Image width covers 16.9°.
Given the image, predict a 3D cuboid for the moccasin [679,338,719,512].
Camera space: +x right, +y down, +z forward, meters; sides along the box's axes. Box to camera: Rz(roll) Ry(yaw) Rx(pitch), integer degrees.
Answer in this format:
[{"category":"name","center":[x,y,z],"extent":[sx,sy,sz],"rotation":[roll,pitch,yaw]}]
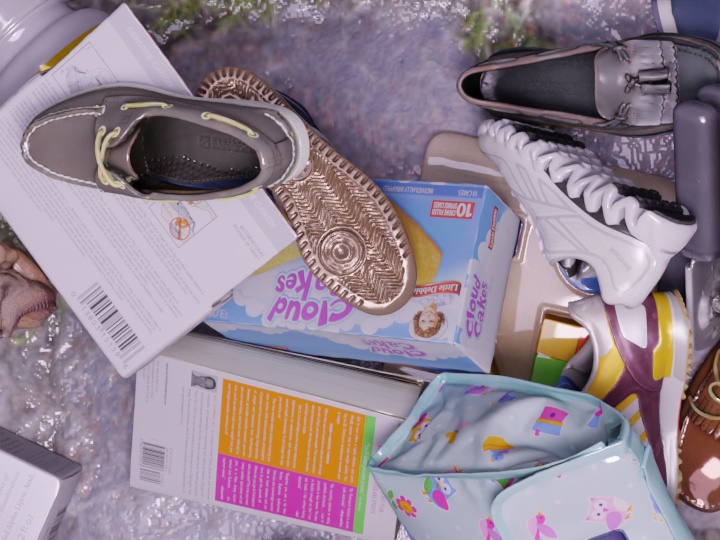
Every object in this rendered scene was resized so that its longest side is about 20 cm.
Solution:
[{"category":"moccasin","center":[0.277,0.077,1.685],"extent":[0.074,0.078,0.202],"rotation":[32,97,3]}]

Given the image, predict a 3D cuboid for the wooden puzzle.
[{"category":"wooden puzzle","center":[0.118,0.016,1.720],"extent":[0.185,0.046,0.200],"rotation":[12,94,7]}]

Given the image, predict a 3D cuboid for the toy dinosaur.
[{"category":"toy dinosaur","center":[-0.256,0.014,1.705],"extent":[0.136,0.200,0.086],"rotation":[43,77,-36]}]

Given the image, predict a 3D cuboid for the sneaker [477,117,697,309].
[{"category":"sneaker","center":[0.139,-0.043,1.646],"extent":[0.200,0.075,0.081],"rotation":[40,114,46]}]

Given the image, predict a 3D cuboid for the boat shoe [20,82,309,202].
[{"category":"boat shoe","center":[-0.136,-0.081,1.568],"extent":[0.201,0.060,0.072],"rotation":[3,106,21]}]

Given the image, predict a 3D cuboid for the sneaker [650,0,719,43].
[{"category":"sneaker","center":[0.270,-0.109,1.681],"extent":[0.082,0.070,0.200],"rotation":[-21,91,11]}]

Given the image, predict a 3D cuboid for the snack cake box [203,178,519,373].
[{"category":"snack cake box","center":[0.000,0.000,1.679],"extent":[0.200,0.067,0.115],"rotation":[4,72,27]}]

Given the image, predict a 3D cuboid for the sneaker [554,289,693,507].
[{"category":"sneaker","center":[0.175,0.104,1.677],"extent":[0.090,0.075,0.200],"rotation":[0,111,-4]}]

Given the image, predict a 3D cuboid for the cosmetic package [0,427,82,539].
[{"category":"cosmetic package","center":[-0.315,0.151,1.775],"extent":[0.200,0.074,0.102],"rotation":[23,95,5]}]

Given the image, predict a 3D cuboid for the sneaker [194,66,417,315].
[{"category":"sneaker","center":[-0.031,-0.054,1.644],"extent":[0.070,0.109,0.200],"rotation":[-40,86,1]}]

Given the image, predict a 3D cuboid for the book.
[{"category":"book","center":[-0.063,0.121,1.727],"extent":[0.200,0.048,0.134],"rotation":[13,126,6]}]

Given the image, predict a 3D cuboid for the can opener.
[{"category":"can opener","center":[0.224,-0.035,1.649],"extent":[0.067,0.053,0.200],"rotation":[20,131,37]}]

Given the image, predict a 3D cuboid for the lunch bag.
[{"category":"lunch bag","center":[0.130,0.164,1.614],"extent":[0.200,0.122,0.170],"rotation":[1,130,45]}]

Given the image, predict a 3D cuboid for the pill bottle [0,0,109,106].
[{"category":"pill bottle","center":[-0.189,-0.112,1.723],"extent":[0.112,0.112,0.200],"rotation":[-43,87,8]}]

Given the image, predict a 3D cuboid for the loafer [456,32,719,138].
[{"category":"loafer","center":[0.160,-0.125,1.663],"extent":[0.200,0.063,0.072],"rotation":[0,96,33]}]

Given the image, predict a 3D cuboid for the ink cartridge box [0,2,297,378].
[{"category":"ink cartridge box","center":[-0.154,-0.056,1.639],"extent":[0.174,0.044,0.200],"rotation":[-37,88,24]}]
